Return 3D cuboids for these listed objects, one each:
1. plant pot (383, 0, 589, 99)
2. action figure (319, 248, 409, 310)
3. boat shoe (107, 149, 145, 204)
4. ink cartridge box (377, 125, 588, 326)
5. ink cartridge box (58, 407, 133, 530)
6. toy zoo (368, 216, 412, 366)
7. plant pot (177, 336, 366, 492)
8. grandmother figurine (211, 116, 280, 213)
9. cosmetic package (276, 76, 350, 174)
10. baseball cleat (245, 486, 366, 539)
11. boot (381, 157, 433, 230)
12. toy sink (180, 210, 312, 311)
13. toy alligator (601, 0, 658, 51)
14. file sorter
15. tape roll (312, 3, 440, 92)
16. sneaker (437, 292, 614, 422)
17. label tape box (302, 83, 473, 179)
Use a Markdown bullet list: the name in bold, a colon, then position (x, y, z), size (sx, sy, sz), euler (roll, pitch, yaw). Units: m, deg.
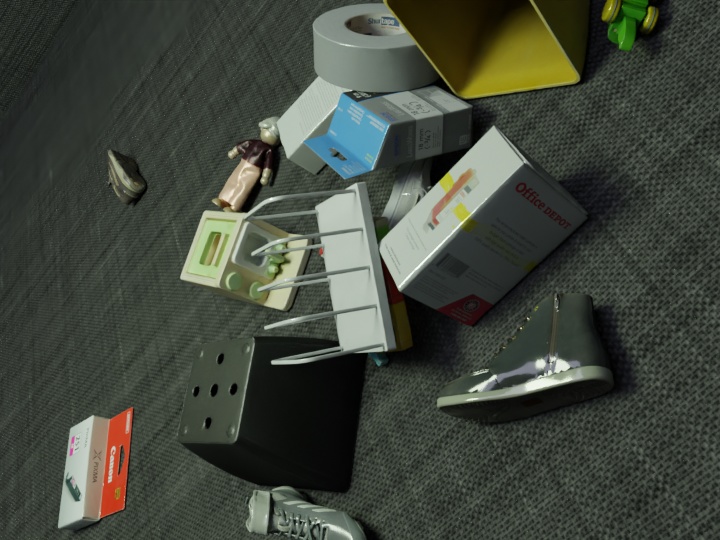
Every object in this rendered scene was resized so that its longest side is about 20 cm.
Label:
- **plant pot**: position (0.187, -0.366, 0.938), size (0.199, 0.200, 0.178), euler (5, 62, 47)
- **action figure**: position (0.000, 0.000, 1.041), size (0.199, 0.051, 0.066), euler (28, 107, 51)
- **boat shoe**: position (-0.581, -0.227, 1.740), size (0.074, 0.074, 0.200), euler (-53, 41, 12)
- **ink cartridge box**: position (0.142, -0.046, 0.845), size (0.200, 0.145, 0.084), euler (-45, 43, 20)
- **ink cartridge box**: position (-0.510, 0.378, 1.387), size (0.173, 0.043, 0.202), euler (-30, 51, 35)
- **toy zoo**: position (0.012, 0.030, 0.957), size (0.131, 0.020, 0.202), euler (4, 110, 58)
- **plant pot**: position (-0.131, 0.183, 0.991), size (0.198, 0.177, 0.202), euler (-10, 62, 42)
- **grandmother figurine**: position (-0.202, -0.200, 1.350), size (0.121, 0.061, 0.201), euler (35, 94, 21)
- **cosmetic package**: position (-0.045, -0.270, 1.206), size (0.200, 0.071, 0.102), euler (-41, 46, 24)
- **baseball cleat**: position (-0.080, 0.330, 0.917), size (0.199, 0.106, 0.071), euler (2, 85, 51)
- **boot**: position (0.088, -0.083, 0.989), size (0.095, 0.074, 0.201), euler (14, 64, 17)
- **toy sink**: position (-0.197, -0.020, 1.207), size (0.199, 0.112, 0.132), euler (10, 78, 48)
- **toy alligator**: position (0.328, -0.346, 0.875), size (0.054, 0.059, 0.202), euler (113, 170, -76)
- **file sorter**: position (-0.057, 0.011, 0.887), size (0.139, 0.123, 0.202), euler (-17, 84, 65)
- **tape roll**: position (0.029, -0.334, 1.071), size (0.200, 0.199, 0.067), euler (51, 150, 46)
- **sneaker**: position (0.176, 0.100, 0.801), size (0.199, 0.075, 0.107), euler (-19, 53, 29)
- **label tape box**: position (0.035, -0.203, 0.999), size (0.144, 0.198, 0.064), euler (45, 145, 48)
